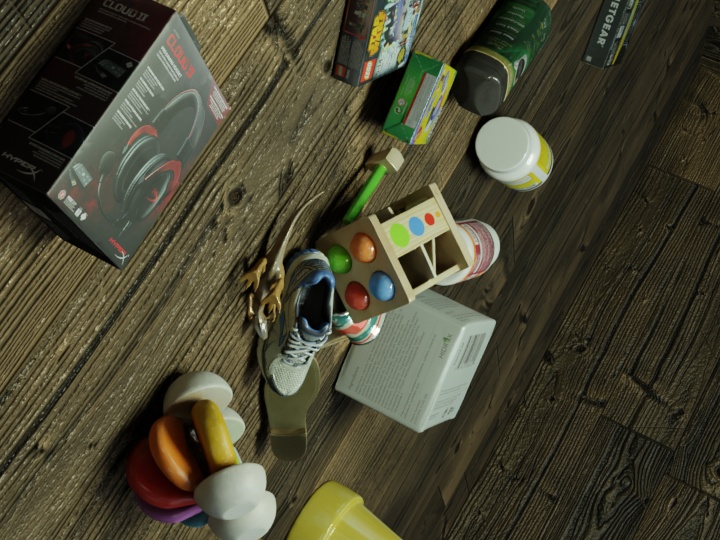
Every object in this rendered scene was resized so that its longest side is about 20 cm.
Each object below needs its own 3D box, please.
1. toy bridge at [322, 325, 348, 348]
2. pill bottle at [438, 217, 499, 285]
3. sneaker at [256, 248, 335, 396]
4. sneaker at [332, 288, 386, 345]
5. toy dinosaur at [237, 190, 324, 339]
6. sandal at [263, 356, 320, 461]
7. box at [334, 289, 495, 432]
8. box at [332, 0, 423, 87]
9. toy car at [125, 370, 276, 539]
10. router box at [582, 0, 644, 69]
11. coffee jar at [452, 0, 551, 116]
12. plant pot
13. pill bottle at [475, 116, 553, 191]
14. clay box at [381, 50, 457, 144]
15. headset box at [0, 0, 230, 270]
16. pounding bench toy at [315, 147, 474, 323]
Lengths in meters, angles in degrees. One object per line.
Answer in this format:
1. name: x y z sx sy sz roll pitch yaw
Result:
1. toy bridge: -0.052 0.095 1.540 0.067 0.027 0.200 -29 170 24
2. pill bottle: 0.175 -0.037 1.884 0.200 0.109 0.110 -12 125 -66
3. sneaker: -0.079 0.076 1.381 0.077 0.085 0.201 5 107 -25
4. sneaker: 0.000 0.000 1.520 0.093 0.070 0.200 36 59 -43
5. toy dinosaur: -0.110 -0.004 1.305 0.106 0.060 0.200 -81 -166 -69
6. sandal: -0.100 0.176 1.532 0.070 0.077 0.212 -94 -172 -53
7. box: 0.095 0.141 1.801 0.200 0.171 0.199 -67 160 9
8. box: 0.034 -0.330 1.274 0.137 0.040 0.200 -36 146 -52
9. toy car: -0.194 0.232 1.242 0.150 0.175 0.200 -22 149 -10
10. router box: 0.563 -0.548 2.335 0.157 0.052 0.200 -27 138 -59
11. coffee jar: 0.219 -0.338 1.668 0.200 0.085 0.104 -54 161 -30
12. plant pot: -0.018 0.513 1.939 0.201 0.189 0.201 -52 156 -34
13. pill bottle: 0.276 -0.211 1.924 0.115 0.114 0.200 -66 161 4
14. clay box: 0.085 -0.233 1.460 0.200 0.048 0.115 -30 144 -76
15. headset box: -0.197 -0.123 0.883 0.200 0.075 0.149 -59 159 -15
16. pounding bench toy: 0.024 -0.053 1.438 0.156 0.200 0.124 -27 -178 -41
